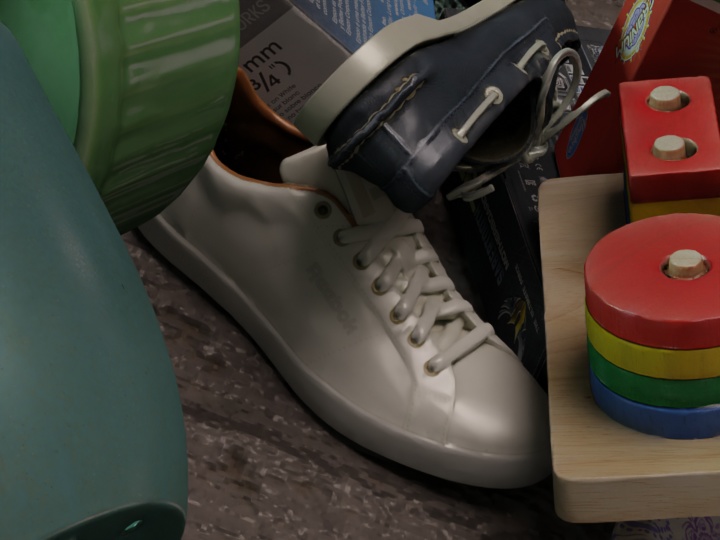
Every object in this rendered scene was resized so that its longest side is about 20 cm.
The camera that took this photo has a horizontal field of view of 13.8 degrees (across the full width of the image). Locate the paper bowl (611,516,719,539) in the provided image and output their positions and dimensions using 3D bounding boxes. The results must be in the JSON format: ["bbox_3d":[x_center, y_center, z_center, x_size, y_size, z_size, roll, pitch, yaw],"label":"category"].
[{"bbox_3d":[0.187,0.125,1.004,0.200,0.105,0.201,-7,32,5],"label":"paper bowl"}]

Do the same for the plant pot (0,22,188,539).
[{"bbox_3d":[-0.146,0.046,0.898,0.200,0.201,0.161,-20,67,-41],"label":"plant pot"}]

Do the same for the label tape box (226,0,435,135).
[{"bbox_3d":[-0.054,-0.136,1.180,0.200,0.063,0.145,39,28,-32],"label":"label tape box"}]

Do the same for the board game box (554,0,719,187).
[{"bbox_3d":[0.180,-0.093,1.127,0.152,0.200,0.040,11,40,-15],"label":"board game box"}]

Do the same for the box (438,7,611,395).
[{"bbox_3d":[0.119,-0.021,1.214,0.157,0.051,0.200,5,42,-21],"label":"box"}]

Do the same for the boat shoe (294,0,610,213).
[{"bbox_3d":[0.043,-0.064,1.096,0.062,0.075,0.200,49,21,6],"label":"boat shoe"}]

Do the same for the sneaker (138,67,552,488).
[{"bbox_3d":[0.000,0.000,1.105,0.200,0.085,0.073,38,38,15],"label":"sneaker"}]

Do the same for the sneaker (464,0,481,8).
[{"bbox_3d":[0.060,-0.162,1.345,0.073,0.082,0.200,-15,20,14],"label":"sneaker"}]

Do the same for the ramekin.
[{"bbox_3d":[-0.138,-0.090,1.054,0.200,0.200,0.098,42,34,21],"label":"ramekin"}]

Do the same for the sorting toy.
[{"bbox_3d":[0.163,-0.003,1.041,0.199,0.070,0.199,-4,32,4],"label":"sorting toy"}]
